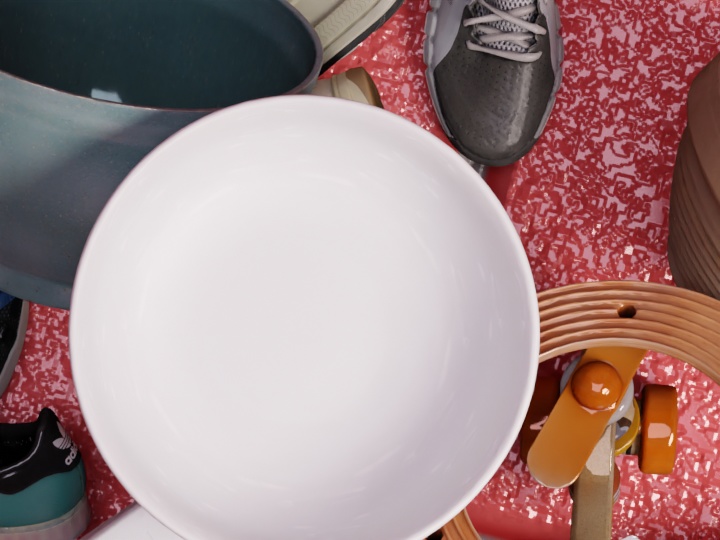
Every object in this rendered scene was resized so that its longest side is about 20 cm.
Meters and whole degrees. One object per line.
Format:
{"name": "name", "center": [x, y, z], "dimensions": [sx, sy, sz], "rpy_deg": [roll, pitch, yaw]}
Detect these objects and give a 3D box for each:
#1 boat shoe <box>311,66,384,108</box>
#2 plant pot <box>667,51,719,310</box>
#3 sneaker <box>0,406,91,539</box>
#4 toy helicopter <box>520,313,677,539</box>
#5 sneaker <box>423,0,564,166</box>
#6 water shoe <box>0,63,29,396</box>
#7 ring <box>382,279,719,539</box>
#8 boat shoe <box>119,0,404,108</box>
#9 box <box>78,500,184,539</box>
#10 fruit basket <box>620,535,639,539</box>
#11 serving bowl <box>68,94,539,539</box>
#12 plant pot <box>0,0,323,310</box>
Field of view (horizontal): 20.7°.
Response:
{"name": "boat shoe", "center": [0.000, 0.000, 0.985], "dimensions": [0.065, 0.072, 0.200], "rpy_deg": [-16, 81, 5]}
{"name": "plant pot", "center": [0.217, -0.010, 0.961], "dimensions": [0.201, 0.201, 0.093], "rpy_deg": [49, 123, 5]}
{"name": "sneaker", "center": [-0.244, 0.105, 1.033], "dimensions": [0.200, 0.071, 0.080], "rpy_deg": [-5, 123, -1]}
{"name": "toy helicopter", "center": [0.114, 0.100, 0.945], "dimensions": [0.079, 0.132, 0.200], "rpy_deg": [4, 48, 6]}
{"name": "sneaker", "center": [0.069, -0.156, 0.999], "dimensions": [0.075, 0.115, 0.200], "rpy_deg": [4, 88, 6]}
{"name": "water shoe", "center": [-0.213, -0.019, 1.041], "dimensions": [0.071, 0.079, 0.200], "rpy_deg": [7, 89, 6]}
{"name": "ring", "center": [0.109, 0.089, 0.869], "dimensions": [0.200, 0.019, 0.201], "rpy_deg": [-6, 52, 7]}
{"name": "boat shoe", "center": [-0.054, -0.116, 1.039], "dimensions": [0.200, 0.068, 0.072], "rpy_deg": [-32, 95, 19]}
{"name": "box", "center": [-0.072, 0.207, 0.958], "dimensions": [0.131, 0.200, 0.199], "rpy_deg": [-35, 88, 4]}
{"name": "fruit basket", "center": [0.076, 0.234, 0.826], "dimensions": [0.185, 0.094, 0.200], "rpy_deg": [-18, 82, -13]}
{"name": "serving bowl", "center": [-0.026, 0.027, 0.855], "dimensions": [0.200, 0.066, 0.201], "rpy_deg": [0, 89, -7]}
{"name": "plant pot", "center": [-0.130, -0.065, 0.945], "dimensions": [0.200, 0.200, 0.134], "rpy_deg": [19, 119, 6]}
